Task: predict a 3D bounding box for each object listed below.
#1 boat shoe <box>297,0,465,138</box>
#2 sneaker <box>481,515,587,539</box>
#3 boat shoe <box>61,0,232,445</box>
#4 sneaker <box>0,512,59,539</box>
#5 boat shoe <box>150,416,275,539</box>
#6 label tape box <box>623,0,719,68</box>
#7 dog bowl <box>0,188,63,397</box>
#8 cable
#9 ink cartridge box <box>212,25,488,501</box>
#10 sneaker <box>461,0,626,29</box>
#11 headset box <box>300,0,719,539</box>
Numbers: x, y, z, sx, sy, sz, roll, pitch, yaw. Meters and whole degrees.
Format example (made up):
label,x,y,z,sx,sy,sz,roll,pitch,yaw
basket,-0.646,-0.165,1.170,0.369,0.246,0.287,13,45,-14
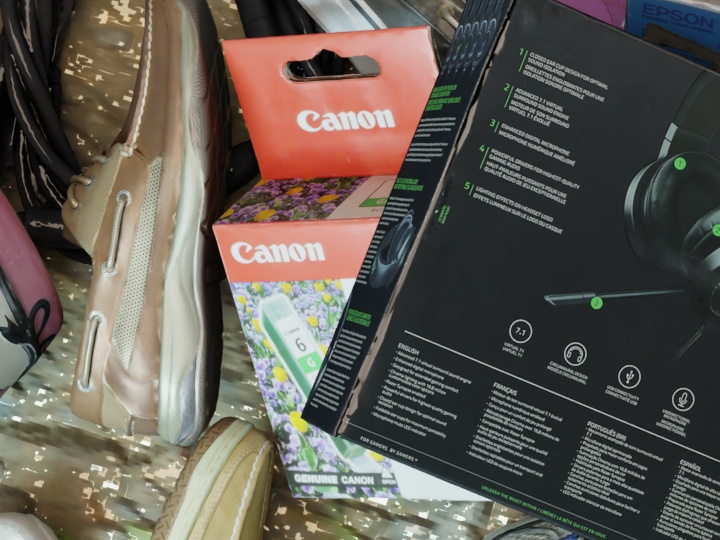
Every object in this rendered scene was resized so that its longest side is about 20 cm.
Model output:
label,x,y,z,sx,sy,sz,roll,pitch,yaw
boat shoe,0.012,-0.130,1.281,0.071,0.072,0.200,-42,75,10
sneaker,0.110,0.129,1.259,0.199,0.085,0.077,-21,80,8
boat shoe,-0.096,-0.025,1.281,0.072,0.076,0.201,3,89,6
sneaker,-0.213,0.184,1.306,0.200,0.099,0.078,-44,78,4
boat shoe,-0.063,0.166,1.296,0.076,0.072,0.201,20,100,15
label tape box,0.205,-0.166,1.246,0.144,0.063,0.200,15,64,11
dog bowl,-0.206,-0.023,1.287,0.074,0.200,0.200,-36,78,-13
cable,-0.086,-0.096,1.336,0.163,0.051,0.201,14,86,9
ink cartridge box,0.000,0.000,1.249,0.109,0.050,0.201,-2,116,31
sneaker,0.129,-0.111,1.289,0.200,0.073,0.115,-5,80,10
headset box,0.096,0.001,1.159,0.174,0.093,0.201,22,88,-10
